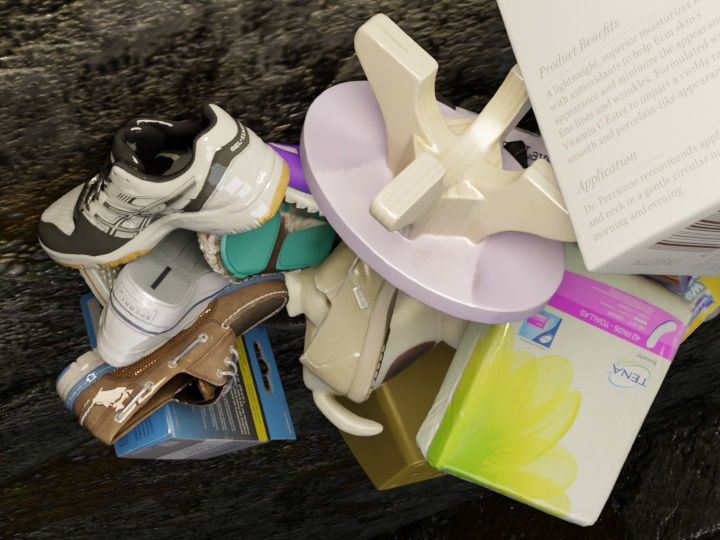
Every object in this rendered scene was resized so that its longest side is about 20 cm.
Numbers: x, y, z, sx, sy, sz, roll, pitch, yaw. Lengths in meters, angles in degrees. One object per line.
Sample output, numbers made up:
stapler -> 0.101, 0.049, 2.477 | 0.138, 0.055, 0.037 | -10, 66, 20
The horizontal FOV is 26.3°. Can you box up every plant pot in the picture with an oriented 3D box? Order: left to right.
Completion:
plant pot -> 0.073, 0.124, 1.642 | 0.199, 0.177, 0.200 | -11, 164, -19

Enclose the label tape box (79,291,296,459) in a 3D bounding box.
label tape box -> -0.149, 0.090, 1.354 | 0.063, 0.145, 0.200 | -23, 163, 23

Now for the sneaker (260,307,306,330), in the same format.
sneaker -> 0.001, 0.014, 1.405 | 0.199, 0.060, 0.104 | -20, 163, 9

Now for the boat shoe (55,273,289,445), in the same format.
boat shoe -> -0.130, 0.068, 1.179 | 0.199, 0.073, 0.072 | -31, 163, -20

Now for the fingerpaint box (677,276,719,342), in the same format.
fingerpaint box -> 0.258, -0.005, 1.332 | 0.200, 0.073, 0.167 | -44, -169, -4

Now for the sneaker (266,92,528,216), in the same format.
sneaker -> 0.025, -0.081, 1.082 | 0.199, 0.100, 0.070 | 13, -171, 1

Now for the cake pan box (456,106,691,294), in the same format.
cake pan box -> 0.159, -0.052, 1.176 | 0.199, 0.053, 0.184 | 21, 172, 16

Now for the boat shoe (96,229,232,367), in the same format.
boat shoe -> -0.145, 0.010, 1.109 | 0.067, 0.073, 0.200 | -52, 177, 19

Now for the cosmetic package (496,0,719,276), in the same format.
cosmetic package -> 0.206, -0.119, 0.891 | 0.164, 0.201, 0.164 | 2, 157, -45

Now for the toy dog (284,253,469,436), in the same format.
toy dog -> 0.044, 0.026, 1.263 | 0.199, 0.195, 0.140 | -9, 156, 6

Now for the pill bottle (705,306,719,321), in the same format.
pill bottle -> 0.312, 0.015, 1.629 | 0.199, 0.113, 0.112 | -26, 162, 32

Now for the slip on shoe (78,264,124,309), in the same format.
slip on shoe -> -0.183, 0.004, 1.176 | 0.061, 0.075, 0.200 | 13, 165, 14

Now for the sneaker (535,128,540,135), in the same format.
sneaker -> 0.211, -0.092, 1.223 | 0.074, 0.080, 0.200 | -26, 161, 35

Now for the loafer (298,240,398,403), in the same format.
loafer -> 0.000, 0.000, 1.174 | 0.068, 0.201, 0.076 | 14, -174, 0

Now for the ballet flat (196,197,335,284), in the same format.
ballet flat -> -0.082, -0.031, 1.125 | 0.076, 0.064, 0.200 | -65, 160, 4

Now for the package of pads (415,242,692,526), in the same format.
package of pads -> 0.152, 0.082, 1.191 | 0.154, 0.201, 0.068 | 24, -177, -20

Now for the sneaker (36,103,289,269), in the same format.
sneaker -> -0.145, -0.062, 1.007 | 0.199, 0.076, 0.088 | -15, 138, 29

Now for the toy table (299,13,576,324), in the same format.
toy table -> 0.056, -0.066, 0.963 | 0.184, 0.199, 0.117 | -56, 176, -30
